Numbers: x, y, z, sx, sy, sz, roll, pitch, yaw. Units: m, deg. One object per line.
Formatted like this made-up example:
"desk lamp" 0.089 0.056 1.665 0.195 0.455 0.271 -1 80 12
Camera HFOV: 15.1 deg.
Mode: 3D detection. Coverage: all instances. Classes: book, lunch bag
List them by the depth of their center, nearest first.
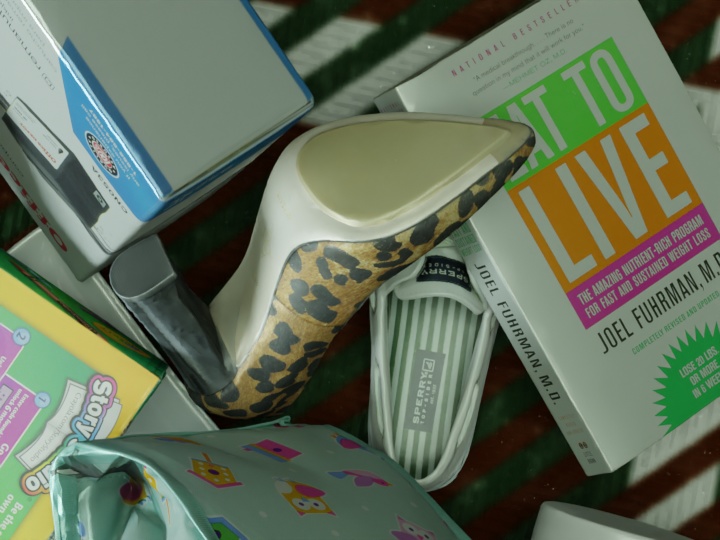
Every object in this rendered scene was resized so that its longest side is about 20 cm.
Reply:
"lunch bag" -0.031 0.148 1.181 0.200 0.170 0.122 53 124 28
"book" 0.108 -0.024 1.262 0.134 0.048 0.200 -33 95 -26

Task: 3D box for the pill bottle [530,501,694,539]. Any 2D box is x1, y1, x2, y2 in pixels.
"pill bottle" 0.098 0.214 1.256 0.112 0.112 0.200 15 91 -2

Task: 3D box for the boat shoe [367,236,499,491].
"boat shoe" 0.040 0.006 1.273 0.073 0.067 0.200 1 91 -2

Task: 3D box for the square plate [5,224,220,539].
"square plate" -0.161 0.113 1.289 0.200 0.028 0.198 -38 92 0

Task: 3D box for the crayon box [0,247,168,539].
"crayon box" -0.192 0.094 1.245 0.119 0.058 0.200 35 90 -2

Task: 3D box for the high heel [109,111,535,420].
"high heel" 0.000 0.000 1.238 0.200 0.143 0.071 -22 55 9

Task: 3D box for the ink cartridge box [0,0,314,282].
"ink cartridge box" -0.115 -0.089 1.192 0.084 0.200 0.145 -36 91 -19
